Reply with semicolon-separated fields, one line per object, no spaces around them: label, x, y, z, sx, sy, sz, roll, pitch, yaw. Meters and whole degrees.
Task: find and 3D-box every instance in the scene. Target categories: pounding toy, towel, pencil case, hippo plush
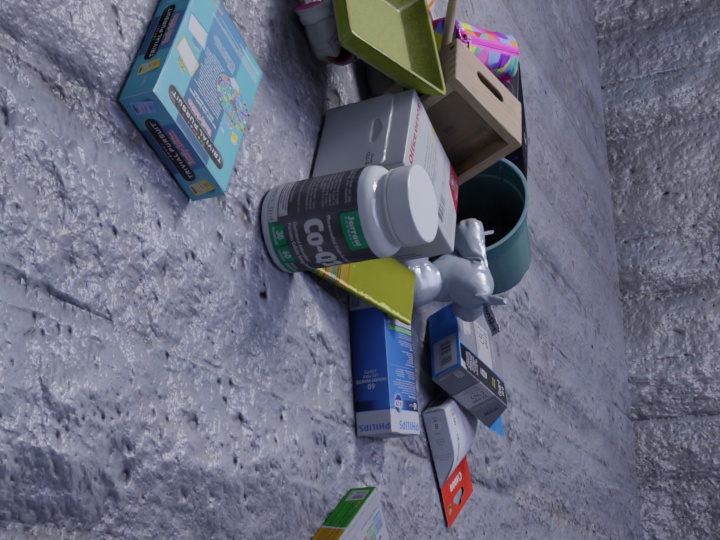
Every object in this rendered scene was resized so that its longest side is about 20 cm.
pounding toy;0.133;-0.261;1.580;0.199;0.183;0.143;39;38;-28
towel;0.000;0.000;1.444;0.199;0.018;0.087;31;55;-34
pencil case;0.182;-0.355;1.702;0.199;0.088;0.090;-4;85;-52
hippo plush;0.118;0.024;1.641;0.160;0.158;0.202;96;-13;-51

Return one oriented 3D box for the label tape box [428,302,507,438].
label tape box;0.198;0.168;1.771;0.200;0.066;0.144;40;31;-31

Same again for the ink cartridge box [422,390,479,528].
ink cartridge box;0.167;0.302;1.767;0.162;0.056;0.203;-30;104;-66

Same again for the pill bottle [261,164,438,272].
pill bottle;-0.012;-0.066;1.295;0.113;0.198;0.115;34;51;-57

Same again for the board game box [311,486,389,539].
board game box;0.001;0.405;1.354;0.153;0.040;0.203;-36;115;-64

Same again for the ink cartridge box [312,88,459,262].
ink cartridge box;0.041;-0.130;1.511;0.201;0.143;0.147;58;32;-44

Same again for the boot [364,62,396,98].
boot;0.056;-0.374;1.619;0.072;0.181;0.203;-15;93;-39

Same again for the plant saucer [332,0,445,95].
plant saucer;0.026;-0.347;1.461;0.199;0.048;0.202;24;47;-42

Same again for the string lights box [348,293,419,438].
string lights box;0.034;0.135;1.506;0.103;0.058;0.203;23;61;-62

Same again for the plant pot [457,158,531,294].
plant pot;0.213;-0.066;1.849;0.197;0.197;0.203;60;30;-55

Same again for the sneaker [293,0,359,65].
sneaker;-0.027;-0.341;1.529;0.199;0.080;0.090;-20;101;-58

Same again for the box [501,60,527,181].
box;0.238;-0.253;1.861;0.201;0.104;0.124;71;21;-53

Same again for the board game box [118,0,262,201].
board game box;-0.180;-0.203;1.154;0.152;0.046;0.202;58;32;-42

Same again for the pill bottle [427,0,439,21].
pill bottle;0.092;-0.356;1.750;0.115;0.113;0.202;-64;140;-53
